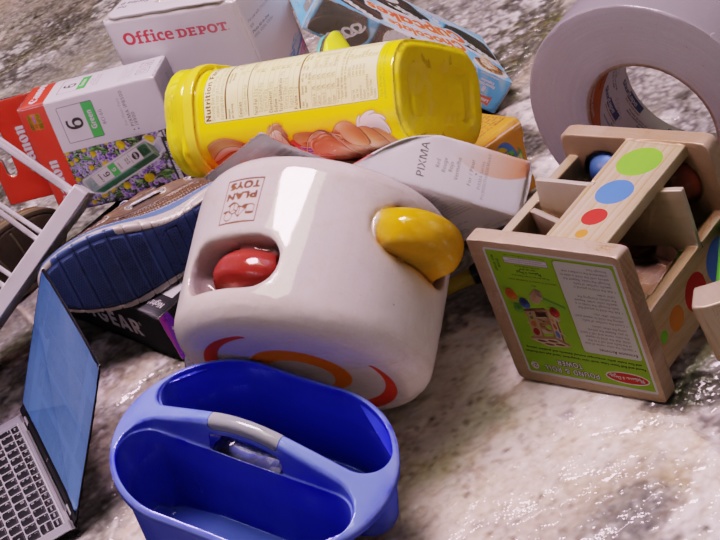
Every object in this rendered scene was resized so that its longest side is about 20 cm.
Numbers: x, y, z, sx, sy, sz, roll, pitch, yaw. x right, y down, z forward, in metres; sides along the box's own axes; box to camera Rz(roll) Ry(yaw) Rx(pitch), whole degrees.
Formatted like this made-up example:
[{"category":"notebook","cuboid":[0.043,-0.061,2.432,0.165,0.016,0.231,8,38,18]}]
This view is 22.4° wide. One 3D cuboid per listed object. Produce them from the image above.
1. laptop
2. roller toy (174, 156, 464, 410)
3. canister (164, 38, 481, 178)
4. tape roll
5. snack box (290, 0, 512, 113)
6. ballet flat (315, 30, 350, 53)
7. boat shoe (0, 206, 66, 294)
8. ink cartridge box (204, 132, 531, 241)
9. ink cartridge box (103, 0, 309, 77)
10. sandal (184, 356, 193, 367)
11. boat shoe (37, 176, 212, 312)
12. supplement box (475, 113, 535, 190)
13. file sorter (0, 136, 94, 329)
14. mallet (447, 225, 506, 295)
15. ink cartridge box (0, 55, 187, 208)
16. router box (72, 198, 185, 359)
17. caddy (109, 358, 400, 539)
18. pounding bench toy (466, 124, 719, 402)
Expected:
[{"category":"laptop","cuboid":[-0.283,0.126,1.380,0.200,0.116,0.187,-30,31,-9]},{"category":"roller toy","cuboid":[-0.030,0.006,1.264,0.182,0.200,0.140,12,68,-3]},{"category":"canister","cuboid":[-0.026,-0.121,1.375,0.199,0.087,0.148,-5,-2,30]},{"category":"tape roll","cuboid":[0.225,-0.124,1.323,0.200,0.201,0.066,3,40,38]},{"category":"snack box","cuboid":[0.032,-0.213,1.623,0.037,0.199,0.116,-60,24,21]},{"category":"ballet flat","cuboid":[-0.004,-0.095,1.488,0.067,0.201,0.067,3,-3,24]},{"category":"boat shoe","cuboid":[-0.354,0.007,1.653,0.068,0.072,0.200,9,43,43]},{"category":"ink cartridge box","cuboid":[0.003,-0.072,1.325,0.162,0.199,0.050,156,131,-69]},{"category":"ink cartridge box","cuboid":[-0.120,-0.169,1.632,0.145,0.200,0.088,-4,36,31]},{"category":"sandal","cuboid":[-0.091,0.111,1.350,0.076,0.043,0.200,-13,27,2]},{"category":"boat shoe","cuboid":[-0.171,-0.027,1.490,0.199,0.072,0.072,-21,28,-7]},{"category":"supplement box","cuboid":[0.050,-0.096,1.528,0.200,0.067,0.069,11,37,44]},{"category":"file sorter","cuboid":[-0.330,-0.017,1.510,0.200,0.124,0.139,-55,7,-2]},{"category":"mallet","cuboid":[0.039,0.022,1.397,0.199,0.041,0.066,-22,28,13]},{"category":"ink cartridge box","cuboid":[-0.249,-0.113,1.616,0.199,0.109,0.050,-12,28,16]},{"category":"router box","cuboid":[-0.169,-0.009,1.567,0.149,0.051,0.200,-43,35,-25]},{"category":"caddy","cuboid":[-0.067,0.133,1.188,0.199,0.105,0.142,16,51,25]},{"category":"pounding bench toy","cuboid":[0.208,-0.010,1.235,0.199,0.125,0.156,8,43,42]}]
